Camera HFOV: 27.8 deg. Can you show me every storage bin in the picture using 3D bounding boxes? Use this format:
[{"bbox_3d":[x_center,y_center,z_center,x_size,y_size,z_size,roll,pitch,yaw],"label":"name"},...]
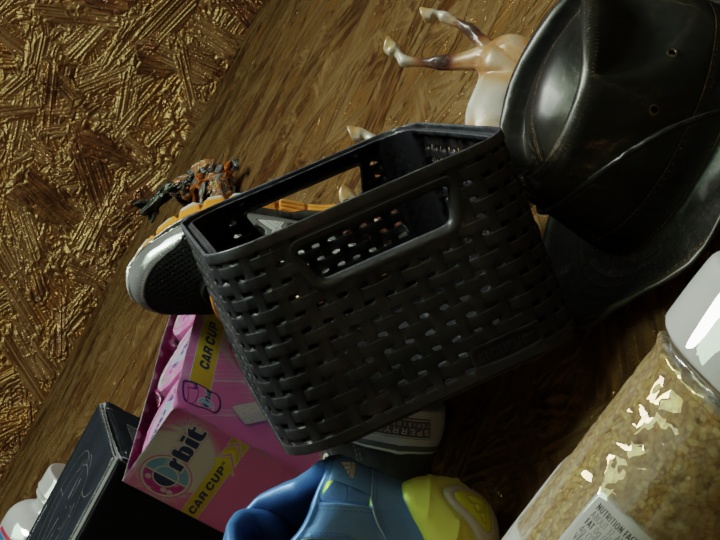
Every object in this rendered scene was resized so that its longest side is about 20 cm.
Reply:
[{"bbox_3d":[0.000,0.000,0.676,0.134,0.094,0.200,-23,11,-7],"label":"storage bin"}]

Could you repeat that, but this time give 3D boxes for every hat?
[{"bbox_3d":[0.111,-0.077,0.642,0.201,0.081,0.201,-56,13,20],"label":"hat"}]

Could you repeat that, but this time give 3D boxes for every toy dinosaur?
[{"bbox_3d":[-0.202,-0.094,1.861,0.136,0.102,0.200,-44,-3,4],"label":"toy dinosaur"}]

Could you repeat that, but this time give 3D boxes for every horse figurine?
[{"bbox_3d":[0.062,-0.086,0.831,0.201,0.132,0.050,-65,-29,-19],"label":"horse figurine"}]

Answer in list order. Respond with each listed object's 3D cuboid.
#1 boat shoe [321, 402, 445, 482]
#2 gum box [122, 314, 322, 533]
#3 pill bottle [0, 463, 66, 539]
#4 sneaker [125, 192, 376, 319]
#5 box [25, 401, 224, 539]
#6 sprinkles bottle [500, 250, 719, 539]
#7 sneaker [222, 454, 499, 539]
[{"bbox_3d":[0.007,0.084,0.745,0.200,0.069,0.067,-144,62,-80],"label":"boat shoe"},{"bbox_3d":[-0.070,0.077,0.921,0.066,0.113,0.200,-54,15,25],"label":"gum box"},{"bbox_3d":[-0.301,0.286,1.350,0.201,0.108,0.109,-59,14,5],"label":"pill bottle"},{"bbox_3d":[-0.043,0.004,0.860,0.079,0.198,0.078,77,-171,-47],"label":"sneaker"},{"bbox_3d":[-0.163,0.214,0.962,0.201,0.123,0.197,-62,15,-2],"label":"box"},{"bbox_3d":[0.079,0.091,0.449,0.201,0.068,0.068,-56,14,19],"label":"sprinkles bottle"},{"bbox_3d":[-0.030,0.153,0.640,0.200,0.105,0.076,-55,14,21],"label":"sneaker"}]
